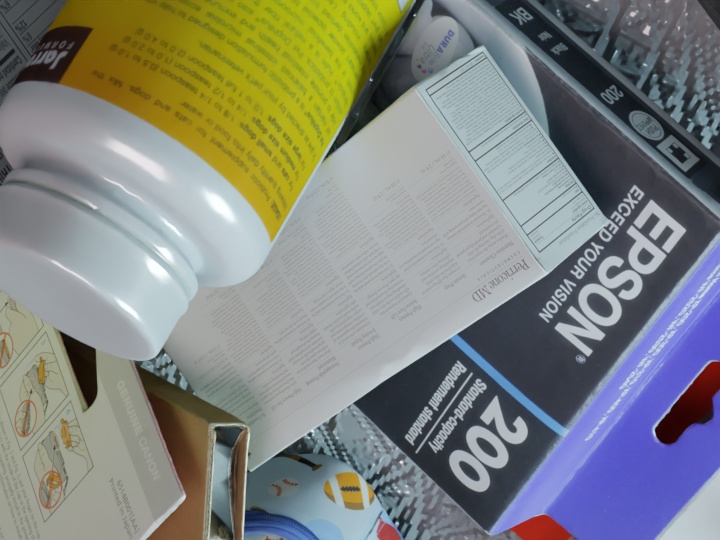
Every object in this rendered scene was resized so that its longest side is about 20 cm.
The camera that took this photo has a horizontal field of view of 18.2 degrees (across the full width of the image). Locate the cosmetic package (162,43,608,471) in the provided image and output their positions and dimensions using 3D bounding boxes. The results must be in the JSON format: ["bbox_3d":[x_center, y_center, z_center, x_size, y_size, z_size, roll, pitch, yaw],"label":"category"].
[{"bbox_3d":[0.000,0.000,0.869,0.200,0.051,0.083,-35,88,46],"label":"cosmetic package"}]

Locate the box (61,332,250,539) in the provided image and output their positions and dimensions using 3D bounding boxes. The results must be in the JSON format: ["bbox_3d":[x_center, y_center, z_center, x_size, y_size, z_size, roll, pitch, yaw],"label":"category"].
[{"bbox_3d":[-0.105,0.120,0.972,0.200,0.021,0.165,21,110,58],"label":"box"}]

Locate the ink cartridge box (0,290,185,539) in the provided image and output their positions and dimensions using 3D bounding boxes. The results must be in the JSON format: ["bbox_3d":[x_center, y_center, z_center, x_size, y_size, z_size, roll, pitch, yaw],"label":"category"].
[{"bbox_3d":[-0.143,0.074,0.970,0.045,0.201,0.176,16,129,-45],"label":"ink cartridge box"}]

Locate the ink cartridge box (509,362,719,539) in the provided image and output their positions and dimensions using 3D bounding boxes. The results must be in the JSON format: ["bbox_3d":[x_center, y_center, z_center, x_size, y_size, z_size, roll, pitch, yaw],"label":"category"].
[{"bbox_3d":[0.132,0.084,0.942,0.173,0.044,0.200,38,128,-5],"label":"ink cartridge box"}]

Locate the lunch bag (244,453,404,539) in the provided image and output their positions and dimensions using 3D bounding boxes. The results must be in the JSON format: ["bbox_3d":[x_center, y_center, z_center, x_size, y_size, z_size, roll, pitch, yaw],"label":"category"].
[{"bbox_3d":[-0.037,0.185,1.059,0.159,0.076,0.201,-11,115,31],"label":"lunch bag"}]

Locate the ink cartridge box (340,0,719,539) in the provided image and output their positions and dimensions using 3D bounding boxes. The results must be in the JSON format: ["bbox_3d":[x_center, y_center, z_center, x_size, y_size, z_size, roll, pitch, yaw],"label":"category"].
[{"bbox_3d":[0.070,0.011,0.888,0.200,0.043,0.199,41,132,10],"label":"ink cartridge box"}]

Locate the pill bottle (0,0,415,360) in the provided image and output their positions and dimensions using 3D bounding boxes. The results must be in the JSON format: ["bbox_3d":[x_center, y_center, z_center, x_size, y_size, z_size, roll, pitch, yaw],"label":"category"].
[{"bbox_3d":[-0.057,-0.072,0.810,0.109,0.201,0.109,26,161,10],"label":"pill bottle"}]

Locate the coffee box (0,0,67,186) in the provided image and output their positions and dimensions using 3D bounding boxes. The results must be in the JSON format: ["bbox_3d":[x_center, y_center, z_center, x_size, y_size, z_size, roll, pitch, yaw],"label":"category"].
[{"bbox_3d":[-0.233,-0.084,0.887,0.199,0.200,0.198,-24,110,34],"label":"coffee box"}]

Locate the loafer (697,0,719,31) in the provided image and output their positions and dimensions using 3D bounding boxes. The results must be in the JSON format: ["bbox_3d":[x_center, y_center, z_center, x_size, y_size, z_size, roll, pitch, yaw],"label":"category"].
[{"bbox_3d":[0.166,-0.091,0.808,0.201,0.073,0.072,55,158,-23],"label":"loafer"}]
